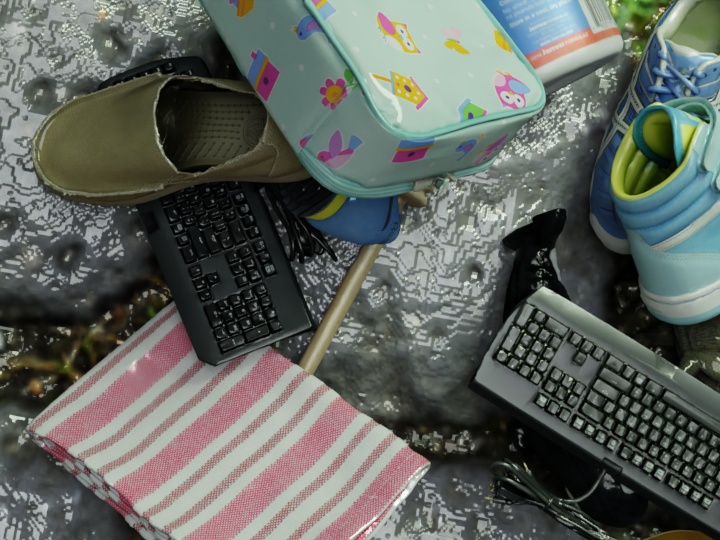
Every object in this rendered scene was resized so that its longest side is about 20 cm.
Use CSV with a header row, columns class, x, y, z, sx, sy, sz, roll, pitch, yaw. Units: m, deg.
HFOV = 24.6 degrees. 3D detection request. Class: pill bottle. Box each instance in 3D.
class,x,y,z,sx,sy,sz,roll,pitch,yaw
pill bottle,0.075,-0.204,1.038,0.112,0.112,0.201,-25,88,-10

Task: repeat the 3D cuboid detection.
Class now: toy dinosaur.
class,x,y,z,sx,sy,sz,roll,pitch,yaw
toy dinosaur,0.224,0.039,1.064,0.102,0.077,0.201,-17,57,-14

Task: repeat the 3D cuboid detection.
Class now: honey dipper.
class,x,y,z,sx,sy,sz,roll,pitch,yaw
honey dipper,0.000,0.000,1.047,0.038,0.038,0.201,28,85,-5

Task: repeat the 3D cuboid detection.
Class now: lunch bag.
class,x,y,z,sx,sy,sz,roll,pitch,yaw
lunch bag,0.006,-0.134,0.943,0.160,0.077,0.201,-15,65,-47

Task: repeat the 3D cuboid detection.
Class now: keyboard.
class,x,y,z,sx,sy,sz,roll,pitch,yaw
keyboard,0.153,0.109,0.986,0.199,0.021,0.128,31,87,-4
keyboard,-0.085,-0.049,1.011,0.104,0.040,0.201,-20,75,-14

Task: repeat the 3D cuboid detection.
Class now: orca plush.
class,x,y,z,sx,sy,sz,roll,pitch,yaw
orca plush,0.127,0.061,1.019,0.105,0.071,0.201,-7,85,26

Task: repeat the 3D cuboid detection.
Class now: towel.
class,x,y,z,sx,sy,sz,roll,pitch,yaw
towel,-0.077,0.102,0.969,0.200,0.030,0.146,35,56,20

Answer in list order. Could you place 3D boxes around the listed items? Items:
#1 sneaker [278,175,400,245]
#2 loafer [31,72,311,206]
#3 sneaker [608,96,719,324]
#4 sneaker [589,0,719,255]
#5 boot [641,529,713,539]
class,x,y,z,sx,sy,sz,roll,pitch,yaw
sneaker,-0.011,-0.105,1.032,0.078,0.066,0.201,23,50,-41
loafer,-0.114,-0.084,0.975,0.199,0.067,0.077,-7,77,21
sneaker,0.236,-0.071,0.996,0.200,0.079,0.131,-39,122,-12
sneaker,0.195,-0.106,1.053,0.075,0.077,0.201,18,78,22
boot,0.241,0.194,1.008,0.200,0.144,0.071,-7,85,-9
